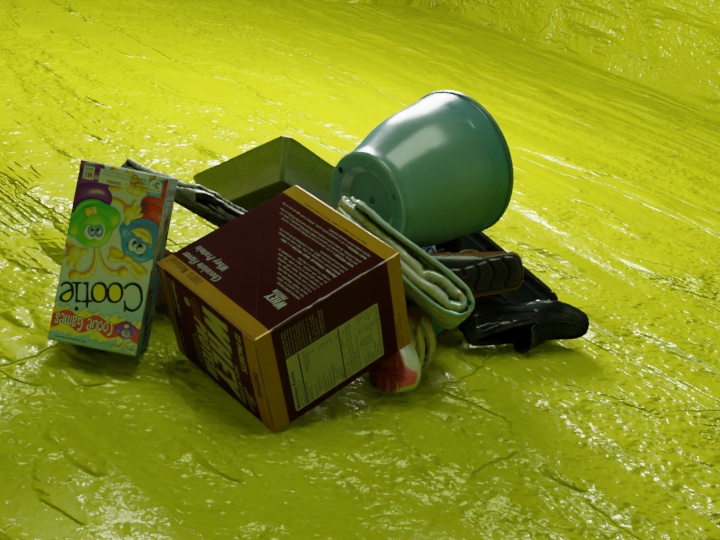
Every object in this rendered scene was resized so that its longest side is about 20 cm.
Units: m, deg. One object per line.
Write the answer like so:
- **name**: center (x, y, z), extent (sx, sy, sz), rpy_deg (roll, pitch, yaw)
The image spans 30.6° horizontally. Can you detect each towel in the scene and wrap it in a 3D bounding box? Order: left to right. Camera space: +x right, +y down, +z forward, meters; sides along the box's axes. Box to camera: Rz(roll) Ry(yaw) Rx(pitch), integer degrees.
- **towel**: center (-0.182, -0.080, 1.652), extent (0.192, 0.035, 0.199), rpy_deg (31, -5, -41)
- **towel**: center (0.051, -0.008, 1.583), extent (0.200, 0.048, 0.171), rpy_deg (41, -3, 3)

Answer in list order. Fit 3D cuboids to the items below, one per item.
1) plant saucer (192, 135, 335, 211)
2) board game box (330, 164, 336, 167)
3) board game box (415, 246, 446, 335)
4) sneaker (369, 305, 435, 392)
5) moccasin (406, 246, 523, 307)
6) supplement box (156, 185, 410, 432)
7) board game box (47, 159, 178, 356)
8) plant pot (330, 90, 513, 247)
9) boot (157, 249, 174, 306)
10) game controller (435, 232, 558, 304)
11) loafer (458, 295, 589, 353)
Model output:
- **plant saucer**: center (-0.108, -0.098, 1.872), extent (0.199, 0.048, 0.199), rpy_deg (-19, -37, 39)
- **board game box**: center (-0.085, -0.129, 2.021), extent (0.150, 0.046, 0.200), rpy_deg (2, -4, 19)
- **board game box**: center (0.098, 0.005, 1.822), extent (0.151, 0.037, 0.200), rpy_deg (47, 31, 10)
- **sneaker**: center (0.054, 0.087, 1.608), extent (0.087, 0.082, 0.200), rpy_deg (5, 22, -11)
- **moccasin**: center (0.110, 0.005, 1.710), extent (0.199, 0.075, 0.078), rpy_deg (-12, 3, -7)
- **supplement box**: center (-0.085, 0.037, 1.481), extent (0.199, 0.134, 0.197), rpy_deg (-31, 43, -26)
- **board game box**: center (-0.279, -0.016, 1.498), extent (0.102, 0.202, 0.105), rpy_deg (11, 2, -2)
- **plant pot**: center (0.068, -0.118, 1.744), extent (0.199, 0.202, 0.187), rpy_deg (27, 37, 37)
- **boot**: center (-0.237, 0.004, 1.710), extent (0.153, 0.074, 0.200), rpy_deg (10, 20, -21)
- **game controller**: center (0.193, 0.007, 1.859), extent (0.199, 0.042, 0.104), rpy_deg (39, 42, 3)
- **loafer**: center (0.219, 0.079, 1.757), extent (0.198, 0.068, 0.071), rpy_deg (5, 55, -25)
